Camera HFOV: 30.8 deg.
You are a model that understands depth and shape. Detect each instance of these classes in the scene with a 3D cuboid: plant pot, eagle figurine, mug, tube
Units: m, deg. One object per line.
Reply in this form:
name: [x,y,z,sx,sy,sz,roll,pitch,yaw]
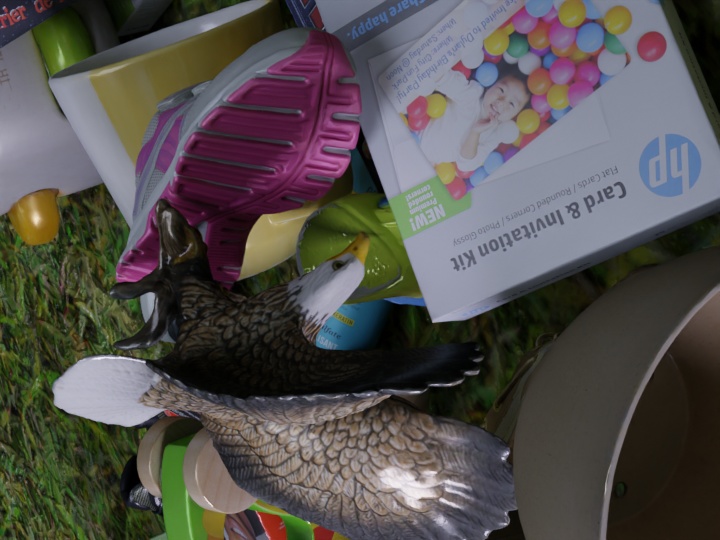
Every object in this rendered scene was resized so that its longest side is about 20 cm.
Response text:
plant pot: [0.142,0.079,0.549,0.134,0.200,0.201,15,117,62]
eagle figurine: [-0.032,0.049,0.606,0.200,0.152,0.151,42,122,33]
mug: [-0.095,-0.070,0.803,0.187,0.149,0.154,-130,21,-73]
tube: [0.000,0.000,0.808,0.077,0.050,0.200,36,125,24]

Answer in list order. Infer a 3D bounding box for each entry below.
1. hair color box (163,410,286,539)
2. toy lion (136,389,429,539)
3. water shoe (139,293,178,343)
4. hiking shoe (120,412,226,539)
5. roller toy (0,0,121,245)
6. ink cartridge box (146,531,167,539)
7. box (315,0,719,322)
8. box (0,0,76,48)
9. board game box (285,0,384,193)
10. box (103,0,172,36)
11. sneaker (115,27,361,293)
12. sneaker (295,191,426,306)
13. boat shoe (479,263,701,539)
hair color box: [-0.059,0.155,0.879,0.101,0.061,0.200,16,134,57]
toy lion: [-0.016,0.155,0.758,0.069,0.200,0.192,-3,102,49]
water shoe: [-0.111,-0.042,0.924,0.079,0.071,0.201,9,113,20]
hiking shoe: [-0.123,0.156,0.953,0.076,0.100,0.200,-137,29,-67]
roller toy: [-0.260,-0.137,0.969,0.183,0.139,0.200,54,154,32]
ink cartridge box: [-0.153,0.315,1.081,0.059,0.104,0.201,-16,93,52]
box: [0.071,-0.096,0.609,0.156,0.041,0.200,-25,79,27]
box: [-0.262,-0.202,0.867,0.137,0.200,0.038,44,162,32]
board game box: [0.018,-0.153,0.710,0.135,0.035,0.200,-42,68,48]
box: [-0.145,-0.268,0.882,0.200,0.036,0.145,-32,80,51]
sneaker: [-0.070,-0.067,0.667,0.200,0.081,0.088,-41,44,44]
sneaker: [0.070,-0.023,0.693,0.200,0.105,0.076,-8,81,24]
boat shoe: [0.105,0.066,0.673,0.200,0.074,0.066,-56,21,29]
